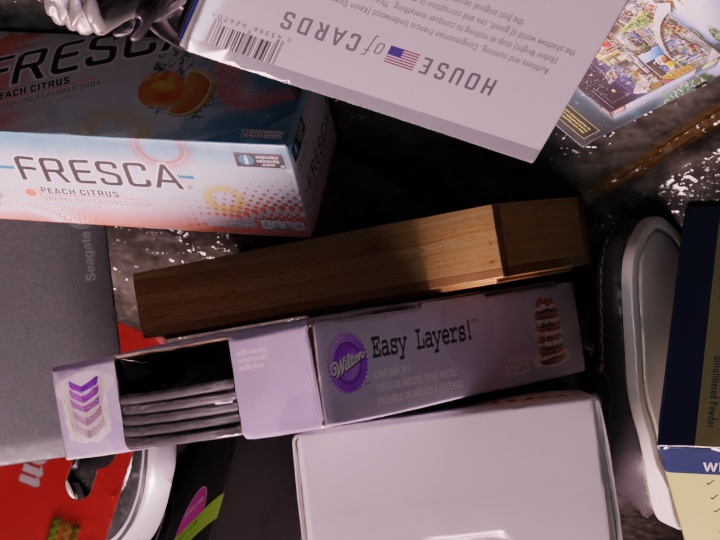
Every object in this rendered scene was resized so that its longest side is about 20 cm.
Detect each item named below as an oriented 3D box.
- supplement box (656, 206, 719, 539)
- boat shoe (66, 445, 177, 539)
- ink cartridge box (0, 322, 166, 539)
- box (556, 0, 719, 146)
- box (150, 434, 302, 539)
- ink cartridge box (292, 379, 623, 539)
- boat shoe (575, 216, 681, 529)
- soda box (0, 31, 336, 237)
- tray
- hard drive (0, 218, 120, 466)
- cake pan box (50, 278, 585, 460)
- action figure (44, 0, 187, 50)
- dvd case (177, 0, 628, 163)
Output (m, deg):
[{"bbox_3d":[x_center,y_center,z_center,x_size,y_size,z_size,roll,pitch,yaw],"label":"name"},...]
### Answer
[{"bbox_3d":[0.256,0.082,0.893,0.198,0.135,0.201,0,143,19],"label":"supplement box"},{"bbox_3d":[-0.171,0.135,1.171,0.067,0.074,0.199,11,158,-23],"label":"boat shoe"},{"bbox_3d":[-0.205,0.059,0.995,0.198,0.164,0.050,23,148,-14],"label":"ink cartridge box"},{"bbox_3d":[0.073,-0.141,0.730,0.199,0.038,0.136,36,139,-29],"label":"box"},{"bbox_3d":[-0.059,0.178,1.124,0.123,0.150,0.200,24,144,-13],"label":"box"},{"bbox_3d":[0.044,0.106,0.934,0.143,0.085,0.200,-7,179,0],"label":"ink cartridge box"},{"bbox_3d":[0.136,0.050,0.951,0.060,0.074,0.201,16,145,31],"label":"boat shoe"},{"bbox_3d":[-0.115,-0.065,0.879,0.198,0.064,0.069,3,144,13],"label":"soda box"},{"bbox_3d":[0.000,0.000,0.907,0.198,0.037,0.098,-11,179,30],"label":"tray"},{"bbox_3d":[-0.218,0.030,0.924,0.198,0.141,0.033,-7,176,-18],"label":"hard drive"},{"bbox_3d":[-0.022,0.046,0.903,0.183,0.053,0.199,-13,176,41],"label":"cake pan box"},{"bbox_3d":[-0.094,-0.149,0.712,0.119,0.101,0.201,48,152,28],"label":"action figure"},{"bbox_3d":[0.039,-0.140,0.659,0.149,0.025,0.201,17,126,-18],"label":"dvd case"}]
